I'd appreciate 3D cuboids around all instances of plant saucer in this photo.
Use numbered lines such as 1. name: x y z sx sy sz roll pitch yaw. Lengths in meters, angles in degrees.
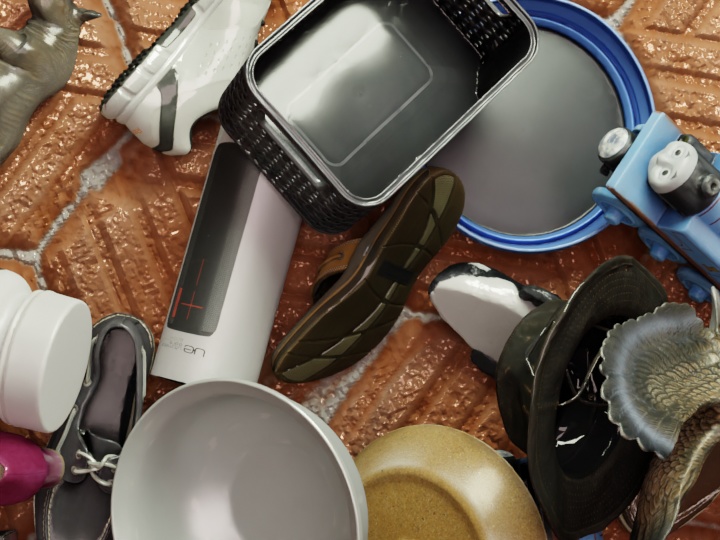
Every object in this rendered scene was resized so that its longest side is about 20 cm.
1. plant saucer: 0.041 0.211 1.083 0.199 0.035 0.202 -2 87 37

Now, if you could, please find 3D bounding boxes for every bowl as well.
1. bowl: -0.071 0.172 1.079 0.199 0.090 0.203 1 93 25
2. bowl: 0.128 -0.112 1.183 0.198 0.039 0.203 1 84 -6

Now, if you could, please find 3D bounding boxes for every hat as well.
1. hat: 0.140 0.083 1.060 0.080 0.200 0.202 12 81 36

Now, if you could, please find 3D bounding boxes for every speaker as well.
1. speaker: -0.092 -0.005 1.133 0.080 0.081 0.202 16 83 -3

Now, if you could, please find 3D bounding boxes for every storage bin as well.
1. storage bin: 0.012 -0.139 1.087 0.200 0.094 0.135 -44 94 -20

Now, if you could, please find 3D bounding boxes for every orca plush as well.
1. orca plush: 0.151 0.038 1.154 0.198 0.106 0.071 18 47 11

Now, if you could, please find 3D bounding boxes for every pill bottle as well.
1. pill bottle: -0.299 0.046 1.073 0.198 0.114 0.115 13 83 8

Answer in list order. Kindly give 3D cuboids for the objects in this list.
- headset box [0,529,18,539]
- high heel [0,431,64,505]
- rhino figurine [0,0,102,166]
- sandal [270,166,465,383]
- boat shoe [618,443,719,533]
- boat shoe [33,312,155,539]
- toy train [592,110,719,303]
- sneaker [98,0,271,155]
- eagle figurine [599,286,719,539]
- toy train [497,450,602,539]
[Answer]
1. headset box: -0.316 0.274 1.084 0.147 0.077 0.202 -6 84 -6
2. high heel: -0.315 0.140 1.074 0.198 0.096 0.068 5 84 11
3. rhino figurine: -0.262 -0.158 1.141 0.087 0.060 0.201 39 81 -20
4. sandal: 0.000 0.000 1.141 0.055 0.081 0.201 41 102 39
5. boat shoe: 0.272 0.121 1.154 0.075 0.075 0.203 42 82 0
6. boat shoe: -0.198 0.129 1.117 0.072 0.063 0.202 14 83 -4
7. toy train: 0.261 -0.037 1.130 0.200 0.114 0.087 39 80 -27
8. sneaker: -0.108 -0.173 1.161 0.080 0.074 0.200 42 86 -14
9. eagle figurine: 0.238 0.094 1.047 0.199 0.151 0.153 -23 78 -14
10. toy train: 0.137 0.231 1.122 0.113 0.087 0.202 -5 81 -14
